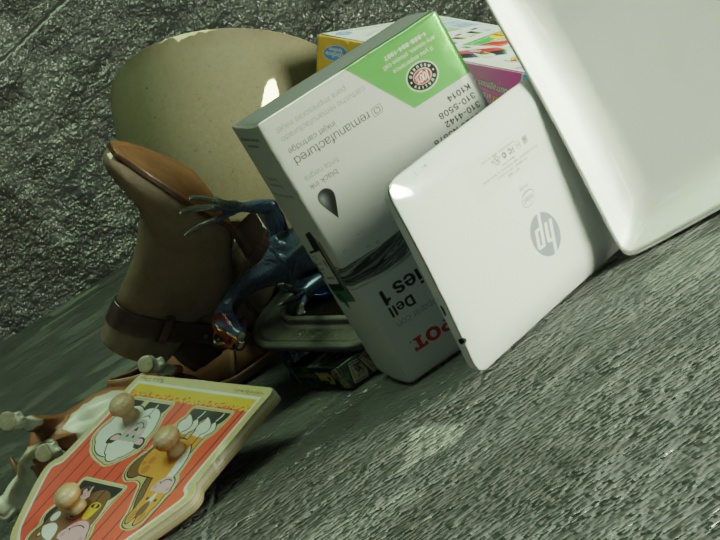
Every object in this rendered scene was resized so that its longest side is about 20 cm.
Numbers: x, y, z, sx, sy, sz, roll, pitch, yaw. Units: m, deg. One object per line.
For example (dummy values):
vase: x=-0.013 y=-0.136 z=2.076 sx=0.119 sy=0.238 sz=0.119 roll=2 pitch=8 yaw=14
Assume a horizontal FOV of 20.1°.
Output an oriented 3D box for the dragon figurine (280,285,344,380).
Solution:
dragon figurine: x=-0.012 y=0.014 z=1.589 sx=0.099 sy=0.059 sz=0.200 roll=-19 pitch=21 yaw=24

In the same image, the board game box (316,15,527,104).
board game box: x=0.090 y=-0.153 z=1.532 sx=0.199 sy=0.041 sz=0.153 roll=16 pitch=21 yaw=37

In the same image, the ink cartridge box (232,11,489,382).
ink cartridge box: x=0.032 y=-0.048 z=1.340 sx=0.146 sy=0.201 sz=0.084 roll=-34 pitch=12 yaw=-10

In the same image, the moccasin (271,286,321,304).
moccasin: x=-0.027 y=-0.010 z=1.689 sx=0.201 sy=0.074 sz=0.078 roll=-25 pitch=45 yaw=2

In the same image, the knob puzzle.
knob puzzle: x=-0.172 y=0.142 z=1.385 sx=0.219 sy=0.031 sz=0.220 roll=-28 pitch=26 yaw=15

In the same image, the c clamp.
c clamp: x=0.000 y=0.000 z=1.488 sx=0.171 sy=0.027 sz=0.200 roll=-44 pitch=27 yaw=-26

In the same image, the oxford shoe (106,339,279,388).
oxford shoe: x=-0.122 y=0.065 z=1.705 sx=0.199 sy=0.072 sz=0.071 roll=-32 pitch=6 yaw=-16

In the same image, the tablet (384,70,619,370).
tablet: x=0.102 y=-0.040 z=1.267 sx=0.014 sy=0.131 sz=0.200 roll=-12 pitch=20 yaw=48

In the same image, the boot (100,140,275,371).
boot: x=-0.147 y=0.000 z=1.518 sx=0.146 sy=0.200 sz=0.070 roll=-49 pitch=36 yaw=17

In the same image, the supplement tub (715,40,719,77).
supplement tub: x=0.216 y=-0.122 z=1.357 sx=0.200 sy=0.123 sz=0.122 roll=-24 pitch=11 yaw=42

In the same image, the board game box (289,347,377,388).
board game box: x=0.047 y=0.023 z=1.481 sx=0.200 sy=0.024 sz=0.105 roll=-35 pitch=7 yaw=-18

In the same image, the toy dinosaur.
toy dinosaur: x=-0.028 y=-0.006 z=1.465 sx=0.199 sy=0.105 sz=0.181 roll=2 pitch=-31 yaw=-37

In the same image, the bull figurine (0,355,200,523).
bull figurine: x=-0.207 y=0.128 z=1.564 sx=0.199 sy=0.065 sz=0.121 roll=-26 pitch=-17 yaw=3

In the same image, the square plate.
square plate: x=0.202 y=-0.140 z=1.250 sx=0.198 sy=0.201 sz=0.028 roll=-28 pitch=1 yaw=24

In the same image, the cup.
cup: x=-0.100 y=-0.079 z=1.623 sx=0.199 sy=0.144 sz=0.201 roll=-3 pitch=-26 yaw=-1
